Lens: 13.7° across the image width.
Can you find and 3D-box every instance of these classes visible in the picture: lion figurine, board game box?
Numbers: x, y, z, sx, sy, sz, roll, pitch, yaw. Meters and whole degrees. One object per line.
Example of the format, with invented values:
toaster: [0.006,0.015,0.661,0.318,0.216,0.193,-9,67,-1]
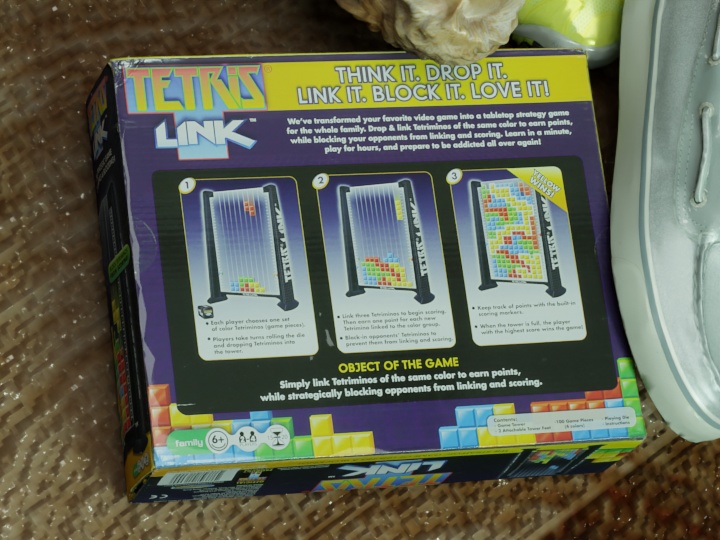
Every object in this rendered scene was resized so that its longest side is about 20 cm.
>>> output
lion figurine: [-0.023,-0.148,1.195,0.199,0.073,0.123,12,59,11]
board game box: [0.000,0.000,1.177,0.199,0.057,0.166,-2,71,-16]

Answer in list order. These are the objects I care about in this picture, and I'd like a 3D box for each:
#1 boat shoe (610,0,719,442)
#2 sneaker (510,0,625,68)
boat shoe: [0.145,-0.035,1.185,0.070,0.071,0.202,21,63,-46]
sneaker: [0.078,-0.182,1.246,0.075,0.076,0.201,-5,75,-19]
